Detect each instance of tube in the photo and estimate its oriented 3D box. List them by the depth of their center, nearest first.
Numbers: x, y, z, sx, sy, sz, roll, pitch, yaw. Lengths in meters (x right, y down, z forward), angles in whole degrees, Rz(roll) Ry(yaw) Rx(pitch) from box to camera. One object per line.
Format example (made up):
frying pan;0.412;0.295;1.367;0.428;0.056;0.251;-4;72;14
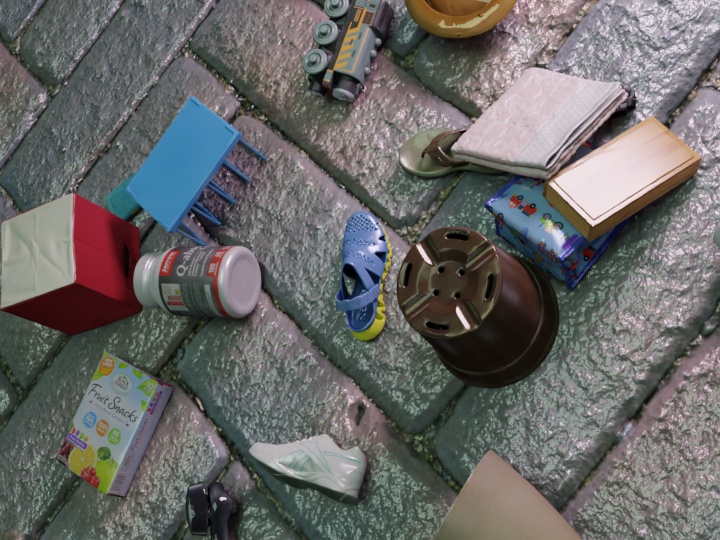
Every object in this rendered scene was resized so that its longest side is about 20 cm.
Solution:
tube;-0.399;-0.161;1.731;0.199;0.050;0.078;-36;56;18

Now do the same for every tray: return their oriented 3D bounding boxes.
tray;0.357;-0.129;1.279;0.198;0.037;0.099;-31;58;-16

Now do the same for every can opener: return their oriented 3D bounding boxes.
can opener;-0.218;0.425;1.436;0.077;0.063;0.204;-11;77;-5

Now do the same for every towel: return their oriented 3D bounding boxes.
towel;0.254;-0.217;1.348;0.200;0.033;0.190;-44;38;-20

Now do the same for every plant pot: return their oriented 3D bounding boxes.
plant pot;0.201;0.364;1.181;0.198;0.187;0.189;31;88;17
plant pot;0.154;0.043;1.285;0.196;0.198;0.205;-8;70;24

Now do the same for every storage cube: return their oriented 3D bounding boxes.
storage cube;-0.514;-0.005;1.659;0.196;0.179;0.175;-16;66;20

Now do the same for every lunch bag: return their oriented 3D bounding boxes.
lunch bag;0.302;-0.104;1.330;0.200;0.094;0.150;-46;57;-6

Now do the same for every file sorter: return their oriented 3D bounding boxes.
file sorter;-0.279;-0.164;1.622;0.138;0.122;0.201;38;92;32

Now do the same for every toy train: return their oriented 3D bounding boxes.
toy train;0.311;-0.229;1.391;0.196;0.034;0.047;-11;79;24
toy train;-0.021;-0.384;1.589;0.112;0.085;0.204;17;82;21

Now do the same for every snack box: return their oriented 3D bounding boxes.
snack box;-0.421;0.261;1.595;0.140;0.053;0.203;22;84;30

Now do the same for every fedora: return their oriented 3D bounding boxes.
fedora;0.170;-0.448;1.508;0.196;0.082;0.205;-6;73;20

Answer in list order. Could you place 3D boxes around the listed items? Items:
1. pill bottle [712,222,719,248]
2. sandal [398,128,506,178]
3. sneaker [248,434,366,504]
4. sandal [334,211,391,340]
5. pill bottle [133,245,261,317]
pill bottle;0.535;0.003;1.150;0.113;0.113;0.201;-41;60;9
sandal;0.149;-0.190;1.446;0.197;0.057;0.082;1;74;28
sneaker;-0.077;0.287;1.408;0.197;0.071;0.081;11;63;27
sandal;0.000;0.000;1.445;0.078;0.087;0.204;-12;67;25
pill bottle;-0.274;0.018;1.563;0.196;0.116;0.118;0;73;27
